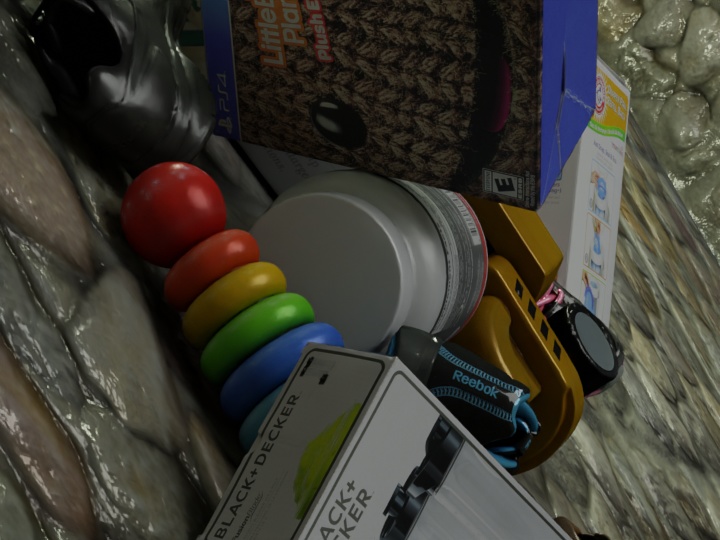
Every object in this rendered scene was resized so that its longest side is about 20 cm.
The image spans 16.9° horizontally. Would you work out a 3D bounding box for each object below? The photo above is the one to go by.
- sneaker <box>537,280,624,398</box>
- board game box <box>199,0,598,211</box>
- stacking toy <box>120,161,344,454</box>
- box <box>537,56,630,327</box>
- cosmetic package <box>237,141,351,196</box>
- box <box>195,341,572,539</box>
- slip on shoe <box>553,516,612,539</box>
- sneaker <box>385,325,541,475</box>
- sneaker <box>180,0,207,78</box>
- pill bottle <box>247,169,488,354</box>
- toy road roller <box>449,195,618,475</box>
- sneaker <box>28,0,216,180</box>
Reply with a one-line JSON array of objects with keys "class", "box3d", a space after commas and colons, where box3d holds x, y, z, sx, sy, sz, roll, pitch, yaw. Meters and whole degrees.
[{"class": "sneaker", "box3d": [0.093, 0.008, 1.613, 0.199, 0.079, 0.096, 34, -35, 18]}, {"class": "board game box", "box3d": [0.021, -0.142, 1.314, 0.097, 0.199, 0.160, -57, 152, -44]}, {"class": "stacking toy", "box3d": [-0.052, 0.029, 1.214, 0.201, 0.085, 0.085, 56, 13, 13]}, {"class": "box", "box3d": [0.120, -0.049, 1.737, 0.101, 0.112, 0.202, 29, 66, -63]}, {"class": "cosmetic package", "box3d": [-0.016, -0.165, 1.590, 0.165, 0.164, 0.200, 52, 14, -16]}, {"class": "box", "box3d": [0.023, 0.137, 1.134, 0.060, 0.117, 0.200, 8, -30, 45]}, {"class": "slip on shoe", "box3d": [0.143, 0.198, 1.553, 0.200, 0.060, 0.076, 36, 24, -56]}, {"class": "sneaker", "box3d": [0.055, 0.097, 1.332, 0.081, 0.074, 0.200, 18, -16, 13]}, {"class": "sneaker", "box3d": [-0.097, -0.167, 1.429, 0.200, 0.070, 0.093, 55, -22, 6]}, {"class": "pill bottle", "box3d": [0.000, 0.000, 1.377, 0.116, 0.115, 0.200, 58, 14, 5]}, {"class": "toy road roller", "box3d": [0.062, 0.034, 1.522, 0.201, 0.122, 0.146, 58, 24, -1]}, {"class": "sneaker", "box3d": [-0.137, -0.135, 1.303, 0.091, 0.076, 0.201, 34, 22, -40]}]
